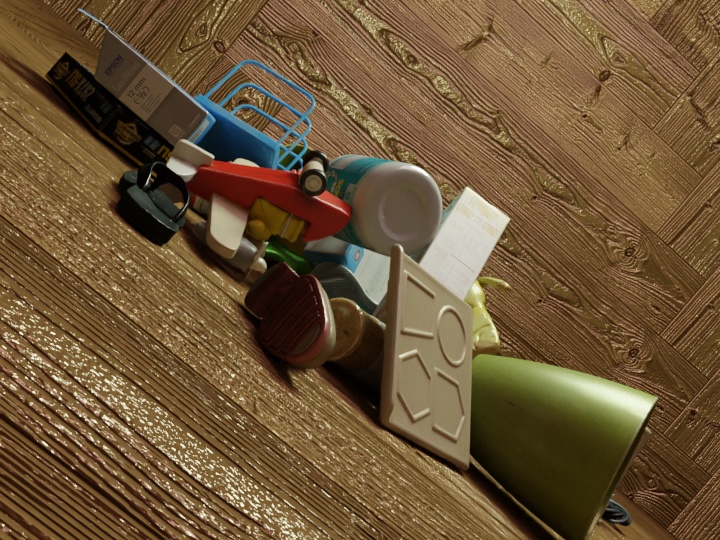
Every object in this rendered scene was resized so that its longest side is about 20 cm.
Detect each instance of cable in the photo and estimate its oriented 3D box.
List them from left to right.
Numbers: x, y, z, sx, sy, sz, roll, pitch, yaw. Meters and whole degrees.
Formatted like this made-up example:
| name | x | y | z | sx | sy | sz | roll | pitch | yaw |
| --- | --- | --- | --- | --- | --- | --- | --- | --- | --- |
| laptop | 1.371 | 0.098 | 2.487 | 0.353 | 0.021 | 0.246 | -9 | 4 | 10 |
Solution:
| name | x | y | z | sx | sy | sz | roll | pitch | yaw |
| --- | --- | --- | --- | --- | --- | --- | --- | --- | --- |
| cable | 0.446 | 0.431 | 2.004 | 0.200 | 0.051 | 0.163 | 43 | 7 | -12 |

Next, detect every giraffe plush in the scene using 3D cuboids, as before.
| name | x | y | z | sx | sy | sz | roll | pitch | yaw |
| --- | --- | --- | --- | --- | --- | --- | --- | --- | --- |
| giraffe plush | 0.125 | 0.100 | 1.448 | 0.172 | 0.200 | 0.163 | 14 | -41 | 18 |

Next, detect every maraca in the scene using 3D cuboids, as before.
| name | x | y | z | sx | sy | sz | roll | pitch | yaw |
| --- | --- | --- | --- | --- | --- | --- | --- | --- | --- |
| maraca | -0.083 | -0.034 | 1.451 | 0.137 | 0.107 | 0.200 | 31 | 21 | 11 |

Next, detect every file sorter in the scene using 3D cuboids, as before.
| name | x | y | z | sx | sy | sz | roll | pitch | yaw |
| --- | --- | --- | --- | --- | --- | --- | --- | --- | --- |
| file sorter | -0.154 | -0.180 | 1.479 | 0.139 | 0.123 | 0.200 | 33 | -33 | 11 |

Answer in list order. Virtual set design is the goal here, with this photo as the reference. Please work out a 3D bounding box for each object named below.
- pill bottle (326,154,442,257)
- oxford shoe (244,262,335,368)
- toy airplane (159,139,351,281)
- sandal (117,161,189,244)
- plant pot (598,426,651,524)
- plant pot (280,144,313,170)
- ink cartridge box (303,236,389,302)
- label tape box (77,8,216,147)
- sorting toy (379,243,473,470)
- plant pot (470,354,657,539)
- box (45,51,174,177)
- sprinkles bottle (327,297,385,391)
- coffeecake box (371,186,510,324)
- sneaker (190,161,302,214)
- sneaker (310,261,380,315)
| name | x | y | z | sx | sy | sz | roll | pitch | yaw |
| --- | --- | --- | --- | --- | --- | --- | --- | --- | --- |
| pill bottle | 0.008 | -0.084 | 1.248 | 0.111 | 0.111 | 0.200 | 39 | -8 | -26 |
| oxford shoe | -0.046 | 0.048 | 0.893 | 0.075 | 0.070 | 0.200 | 45 | 2 | -20 |
| toy airplane | -0.137 | -0.070 | 1.143 | 0.199 | 0.142 | 0.200 | 30 | 32 | 36 |
| sandal | -0.192 | -0.070 | 0.981 | 0.075 | 0.048 | 0.200 | 40 | 3 | -18 |
| plant pot | 0.407 | 0.312 | 1.808 | 0.200 | 0.184 | 0.200 | 40 | 2 | -2 |
| plant pot | -0.182 | -0.225 | 2.824 | 0.187 | 0.187 | 0.200 | 41 | -13 | 10 |
| ink cartridge box | 0.000 | 0.000 | 1.416 | 0.066 | 0.116 | 0.200 | 7 | -38 | 27 |
| label tape box | -0.283 | -0.238 | 1.300 | 0.200 | 0.066 | 0.143 | 39 | 1 | -6 |
| sorting toy | 0.067 | 0.094 | 1.052 | 0.036 | 0.186 | 0.200 | -9 | -29 | 27 |
| plant pot | 0.204 | 0.181 | 1.157 | 0.200 | 0.188 | 0.187 | 28 | -2 | 20 |
| box | -0.315 | -0.195 | 1.347 | 0.200 | 0.049 | 0.160 | 43 | 0 | 43 |
| sprinkles bottle | 0.019 | 0.093 | 1.090 | 0.068 | 0.068 | 0.200 | 42 | 3 | 36 |
| coffeecake box | 0.085 | 0.019 | 1.250 | 0.073 | 0.200 | 0.154 | 35 | -33 | -3 |
| sneaker | -0.130 | -0.094 | 1.364 | 0.199 | 0.078 | 0.082 | -1 | 47 | -27 |
| sneaker | 0.008 | 0.071 | 1.336 | 0.200 | 0.070 | 0.080 | 47 | -18 | 1 |
